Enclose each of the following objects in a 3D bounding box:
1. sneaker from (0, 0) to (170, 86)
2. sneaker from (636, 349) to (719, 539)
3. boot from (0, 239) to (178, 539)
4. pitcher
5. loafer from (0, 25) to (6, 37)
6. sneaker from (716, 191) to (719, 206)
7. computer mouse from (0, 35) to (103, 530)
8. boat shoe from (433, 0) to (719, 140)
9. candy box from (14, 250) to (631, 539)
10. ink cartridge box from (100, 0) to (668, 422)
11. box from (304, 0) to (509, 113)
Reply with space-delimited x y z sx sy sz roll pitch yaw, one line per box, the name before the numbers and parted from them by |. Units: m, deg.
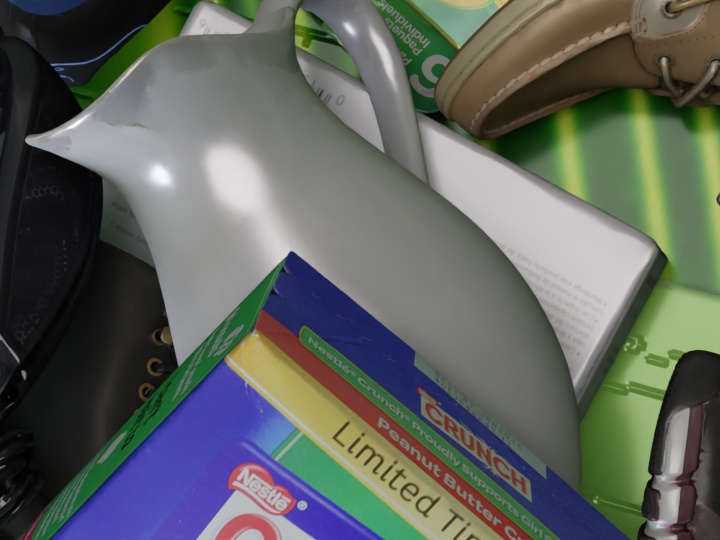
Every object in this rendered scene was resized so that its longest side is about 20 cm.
sneaker | -0.077 -0.161 1.000 0.070 0.078 0.200 28 68 16
sneaker | 0.152 0.131 0.917 0.115 0.076 0.201 4 94 7
boot | -0.069 0.073 0.917 0.199 0.077 0.139 31 85 16
pitcher | 0.000 0.000 0.895 0.121 0.171 0.201 -29 97 41
loafer | -0.217 -0.119 1.017 0.199 0.071 0.073 30 90 14
sneaker | 0.166 -0.076 0.886 0.140 0.200 0.078 -43 32 10
computer mouse | -0.128 0.016 0.894 0.138 0.053 0.201 -26 49 45
boat shoe | 0.122 -0.093 0.943 0.199 0.071 0.065 -28 78 6
candy box | -0.028 0.123 0.807 0.169 0.077 0.200 40 108 -10
ink cartridge box | -0.013 0.022 0.972 0.199 0.044 0.174 29 90 13
box | 0.050 -0.167 0.981 0.117 0.048 0.200 42 94 14
